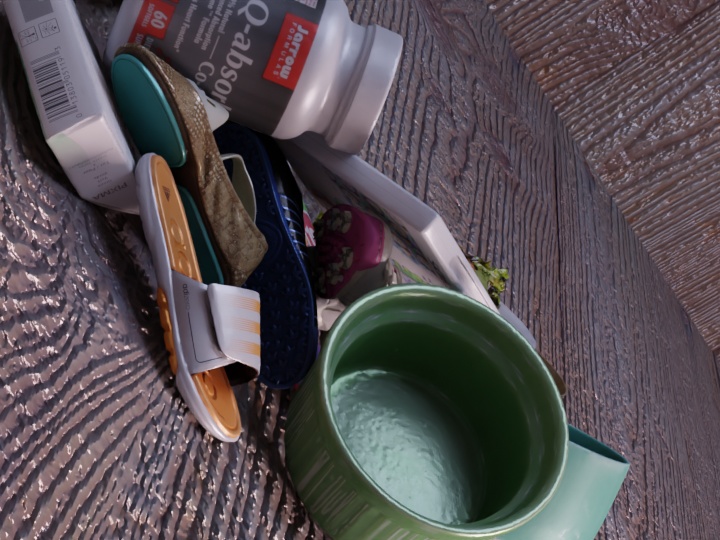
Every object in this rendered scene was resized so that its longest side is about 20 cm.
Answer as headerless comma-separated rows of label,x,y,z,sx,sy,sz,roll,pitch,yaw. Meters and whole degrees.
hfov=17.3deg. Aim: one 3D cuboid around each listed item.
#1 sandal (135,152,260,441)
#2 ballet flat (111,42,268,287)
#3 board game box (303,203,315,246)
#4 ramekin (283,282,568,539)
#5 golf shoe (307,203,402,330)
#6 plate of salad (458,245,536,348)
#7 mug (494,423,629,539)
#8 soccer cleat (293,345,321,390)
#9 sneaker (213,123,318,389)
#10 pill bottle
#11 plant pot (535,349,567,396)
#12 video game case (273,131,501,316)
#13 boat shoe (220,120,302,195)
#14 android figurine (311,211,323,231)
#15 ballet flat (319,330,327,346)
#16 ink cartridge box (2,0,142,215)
sandal,-0.103,0.012,1.611,0.079,0.059,0.208,14,61,-74
ballet flat,-0.118,-0.081,1.683,0.070,0.065,0.201,12,-52,46
board game box,-0.085,-0.086,2.014,0.095,0.030,0.201,41,21,-52
ramekin,0.041,0.119,1.707,0.199,0.098,0.201,14,54,-21
golf shoe,0.000,0.000,1.804,0.200,0.091,0.076,142,-46,-68
plate of salad,0.075,0.001,2.030,0.199,0.048,0.200,34,11,-8
mug,0.123,0.173,1.990,0.184,0.115,0.152,28,4,35
soccer cleat,0.012,0.133,1.788,0.201,0.076,0.067,62,14,10
sneaker,-0.065,-0.013,1.769,0.078,0.070,0.201,-6,84,-73
pill bottle,-0.077,-0.165,1.716,0.199,0.116,0.116,21,23,-8
plant pot,0.090,0.057,2.036,0.199,0.028,0.200,34,11,-8
video game case,0.021,-0.031,1.811,0.200,0.024,0.182,37,-12,39
boat shoe,-0.093,-0.121,1.835,0.202,0.063,0.074,60,10,-31
android figurine,0.012,0.026,2.089,0.183,0.041,0.200,57,16,-6
ballet flat,0.013,0.101,1.872,0.064,0.075,0.201,19,39,-57
ink cartridge box,-0.193,-0.108,1.683,0.200,0.050,0.162,71,-3,-57
